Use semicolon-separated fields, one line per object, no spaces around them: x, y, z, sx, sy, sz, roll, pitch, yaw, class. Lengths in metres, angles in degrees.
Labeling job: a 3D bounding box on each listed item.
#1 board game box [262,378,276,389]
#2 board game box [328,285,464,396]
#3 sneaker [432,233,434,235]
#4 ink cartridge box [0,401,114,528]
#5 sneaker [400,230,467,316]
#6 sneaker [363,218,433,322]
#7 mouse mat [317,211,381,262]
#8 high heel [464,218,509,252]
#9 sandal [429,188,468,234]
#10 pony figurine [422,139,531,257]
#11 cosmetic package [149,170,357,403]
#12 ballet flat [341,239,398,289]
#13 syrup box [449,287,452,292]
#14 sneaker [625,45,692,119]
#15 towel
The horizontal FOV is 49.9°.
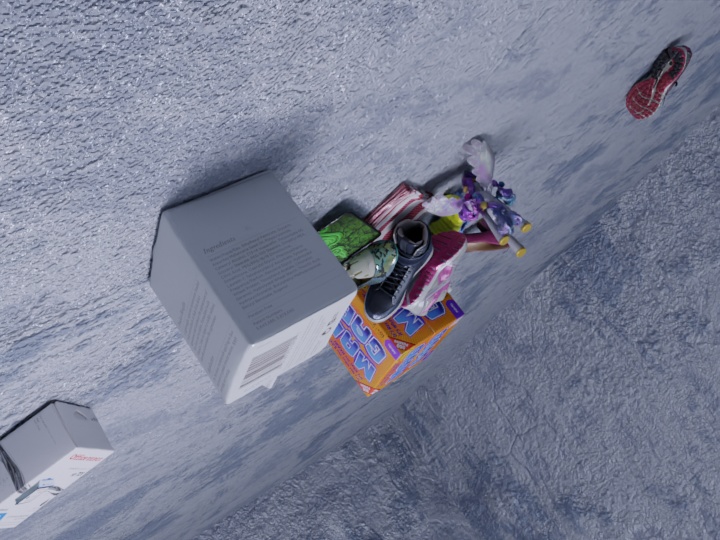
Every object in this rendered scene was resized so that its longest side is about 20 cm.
-0.143;0.132;1.495;0.127;0.034;0.201;-66;-176;-37;board game box
0.061;0.106;1.673;0.198;0.201;0.201;-27;161;-36;board game box
0.071;-0.032;1.581;0.198;0.070;0.079;-18;133;-37;sneaker
-0.500;0.299;1.178;0.199;0.086;0.147;-35;165;-4;ink cartridge box
0.148;0.008;1.568;0.200;0.081;0.088;-49;140;-8;sneaker
0.067;-0.005;1.460;0.204;0.076;0.146;-56;166;-13;sneaker
-0.052;-0.038;1.330;0.160;0.008;0.200;-33;163;11;mouse mat
0.277;-0.050;1.916;0.199;0.097;0.068;-35;165;-10;high heel
0.203;-0.107;1.635;0.087;0.080;0.201;-35;166;-23;sandal
0.230;-0.128;1.455;0.167;0.201;0.192;-46;151;13;pony figurine
-0.140;0.019;0.970;0.164;0.201;0.165;-26;161;-34;cosmetic package
0.000;0.000;1.436;0.074;0.075;0.200;-28;174;-32;ballet flat
0.134;0.079;1.995;0.199;0.079;0.081;-40;165;7;syrup box
0.701;-0.435;1.810;0.074;0.081;0.201;-28;161;-38;sneaker
0.067;-0.098;1.447;0.144;0.023;0.199;-42;164;17;towel
